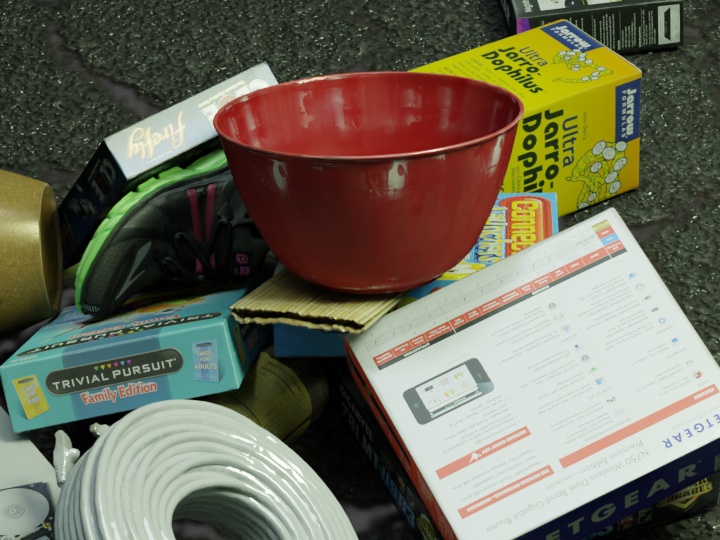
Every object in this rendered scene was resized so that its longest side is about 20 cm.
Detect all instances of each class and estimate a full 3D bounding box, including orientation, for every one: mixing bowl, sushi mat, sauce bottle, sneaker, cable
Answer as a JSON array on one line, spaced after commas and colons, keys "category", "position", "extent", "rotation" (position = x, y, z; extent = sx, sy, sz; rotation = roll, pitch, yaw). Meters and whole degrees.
[{"category": "mixing bowl", "position": [0.006, -0.051, 1.508], "extent": [0.198, 0.109, 0.200], "rotation": [-2, 19, 1]}, {"category": "sushi mat", "position": [0.000, 0.000, 1.547], "extent": [0.095, 0.012, 0.200], "rotation": [6, 21, 24]}, {"category": "sauce bottle", "position": [-0.063, 0.091, 1.591], "extent": [0.064, 0.065, 0.200], "rotation": [17, 32, 26]}, {"category": "sneaker", "position": [-0.106, -0.026, 1.584], "extent": [0.199, 0.077, 0.084], "rotation": [-32, 69, -14]}, {"category": "cable", "position": [-0.087, 0.170, 1.401], "extent": [0.199, 0.069, 0.201], "rotation": [19, 39, -22]}]

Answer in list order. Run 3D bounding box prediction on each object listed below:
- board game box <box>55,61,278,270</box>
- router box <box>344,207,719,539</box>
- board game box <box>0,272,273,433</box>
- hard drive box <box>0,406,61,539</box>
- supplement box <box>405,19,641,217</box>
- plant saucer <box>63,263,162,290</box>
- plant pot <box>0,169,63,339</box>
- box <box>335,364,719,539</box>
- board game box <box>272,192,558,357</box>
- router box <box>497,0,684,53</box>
[{"category": "board game box", "position": [-0.142, -0.072, 1.662], "extent": [0.135, 0.200, 0.035], "rotation": [-29, 84, -25]}, {"category": "router box", "position": [0.116, 0.078, 1.471], "extent": [0.199, 0.049, 0.180], "rotation": [-24, 59, -9]}, {"category": "board game box", "position": [-0.146, 0.051, 1.580], "extent": [0.150, 0.047, 0.200], "rotation": [-12, 8, 6]}, {"category": "hard drive box", "position": [-0.262, 0.174, 1.474], "extent": [0.155, 0.077, 0.200], "rotation": [-22, 38, -26]}, {"category": "supplement box", "position": [0.108, -0.102, 1.818], "extent": [0.199, 0.109, 0.109], "rotation": [-21, 38, -24]}, {"category": "plant saucer", "position": [-0.128, -0.025, 1.727], "extent": [0.199, 0.031, 0.200], "rotation": [-24, 9, 4]}, {"category": "plant pot", "position": [-0.313, -0.008, 1.640], "extent": [0.198, 0.187, 0.187], "rotation": [-4, 34, 1]}, {"category": "box", "position": [0.109, 0.111, 1.567], "extent": [0.197, 0.050, 0.200], "rotation": [-15, 37, -15]}, {"category": "board game box", "position": [0.043, 0.000, 1.650], "extent": [0.194, 0.056, 0.200], "rotation": [-1, 19, 4]}, {"category": "router box", "position": [0.197, -0.260, 2.092], "extent": [0.148, 0.051, 0.201], "rotation": [-6, 34, -2]}]
